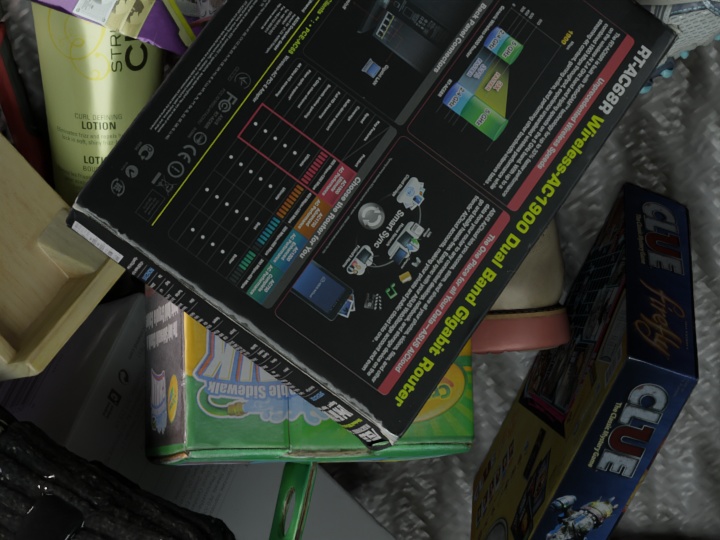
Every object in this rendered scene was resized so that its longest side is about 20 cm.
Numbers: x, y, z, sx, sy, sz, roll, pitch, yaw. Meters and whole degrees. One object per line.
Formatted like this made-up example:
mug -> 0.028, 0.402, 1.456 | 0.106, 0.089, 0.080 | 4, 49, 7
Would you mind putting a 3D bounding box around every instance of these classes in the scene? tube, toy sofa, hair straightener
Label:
tube -> -0.117, -0.110, 0.974 | 0.058, 0.052, 0.200 | -22, 127, -34
toy sofa -> -0.200, -0.043, 0.944 | 0.098, 0.083, 0.200 | -13, 124, 51
hair straightener -> -0.185, -0.059, 1.017 | 0.077, 0.041, 0.200 | -6, 130, 10

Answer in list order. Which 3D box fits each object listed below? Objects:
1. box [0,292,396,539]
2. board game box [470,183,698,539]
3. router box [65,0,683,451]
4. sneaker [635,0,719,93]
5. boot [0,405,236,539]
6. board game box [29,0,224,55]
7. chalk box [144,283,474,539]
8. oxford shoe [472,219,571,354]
box -> -0.100, 0.120, 1.074 | 0.124, 0.098, 0.200 | -16, 129, 41
board game box -> 0.100, 0.078, 1.029 | 0.035, 0.136, 0.200 | 18, 125, -7
router box -> 0.005, -0.054, 0.846 | 0.150, 0.062, 0.200 | 37, 78, -4
sneaker -> 0.108, -0.110, 0.944 | 0.200, 0.078, 0.086 | -10, 133, 22
boot -> -0.143, 0.147, 0.962 | 0.158, 0.079, 0.211 | 30, 141, 11
board game box -> -0.062, -0.187, 0.903 | 0.120, 0.032, 0.200 | 21, 113, -5
chalk box -> -0.024, 0.025, 0.928 | 0.124, 0.124, 0.200 | -1, 86, -13
oxford shoe -> 0.000, 0.000, 1.041 | 0.200, 0.070, 0.075 | 0, 95, 11
